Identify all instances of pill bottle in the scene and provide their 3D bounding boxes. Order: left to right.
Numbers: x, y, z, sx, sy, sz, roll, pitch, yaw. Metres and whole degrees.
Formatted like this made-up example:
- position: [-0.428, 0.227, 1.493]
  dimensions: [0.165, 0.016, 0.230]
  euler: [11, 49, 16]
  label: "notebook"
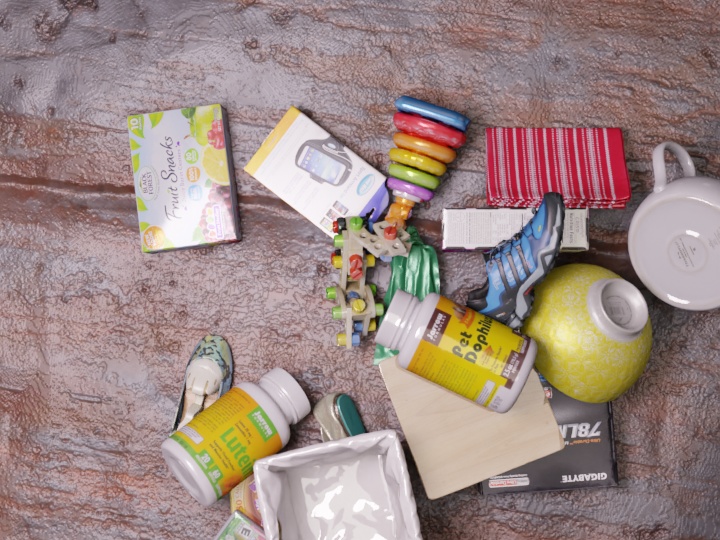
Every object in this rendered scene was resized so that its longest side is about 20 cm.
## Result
- position: [-0.170, 0.227, 1.708]
  dimensions: [0.200, 0.111, 0.111]
  euler: [-38, 86, -23]
  label: "pill bottle"
- position: [0.123, 0.100, 1.599]
  dimensions: [0.200, 0.109, 0.110]
  euler: [25, 90, 2]
  label: "pill bottle"

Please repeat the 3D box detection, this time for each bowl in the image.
- position: [0.326, 0.068, 1.653]
  dimensions: [0.200, 0.108, 0.201]
  euler: [12, 59, -21]
  label: "bowl"

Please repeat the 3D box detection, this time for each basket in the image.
- position: [-0.026, 0.327, 1.627]
  dimensions: [0.199, 0.161, 0.199]
  euler: [-12, 83, -1]
  label: "basket"

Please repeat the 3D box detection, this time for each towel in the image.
- position: [0.277, -0.149, 1.722]
  dimensions: [0.199, 0.023, 0.145]
  euler: [1, 55, 4]
  label: "towel"

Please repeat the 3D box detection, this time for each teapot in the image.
- position: [0.473, -0.052, 1.682]
  dimensions: [0.197, 0.146, 0.201]
  euler: [24, 124, 24]
  label: "teapot"

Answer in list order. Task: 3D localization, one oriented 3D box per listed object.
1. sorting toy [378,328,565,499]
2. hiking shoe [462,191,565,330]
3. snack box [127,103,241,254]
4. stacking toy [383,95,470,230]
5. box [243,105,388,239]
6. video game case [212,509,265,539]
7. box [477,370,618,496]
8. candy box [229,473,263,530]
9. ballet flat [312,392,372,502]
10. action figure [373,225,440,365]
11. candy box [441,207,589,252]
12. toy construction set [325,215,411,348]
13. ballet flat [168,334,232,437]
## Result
- position: [0.150, 0.185, 1.681]
  dimensions: [0.199, 0.070, 0.199]
  euler: [-21, 85, -3]
  label: "sorting toy"
- position: [0.205, -0.016, 1.598]
  dimensions: [0.086, 0.074, 0.200]
  euler: [20, 107, -3]
  label: "hiking shoe"
- position: [-0.257, -0.133, 1.779]
  dimensions: [0.142, 0.053, 0.201]
  euler: [-8, 88, 5]
  label: "snack box"
- position: [0.076, -0.138, 1.728]
  dimensions: [0.109, 0.116, 0.201]
  euler: [19, 92, 4]
  label: "stacking toy"
- position: [-0.056, -0.132, 1.773]
  dimensions: [0.200, 0.041, 0.119]
  euler: [38, 91, 2]
  label: "box"
- position: [-0.162, 0.471, 1.715]
  dimensions: [0.182, 0.022, 0.200]
  euler: [37, 92, 5]
  label: "video game case"
- position: [0.258, 0.213, 1.734]
  dimensions: [0.199, 0.050, 0.199]
  euler: [-4, 87, 5]
  label: "box"
- position: [-0.122, 0.378, 1.751]
  dimensions: [0.116, 0.056, 0.201]
  euler: [-6, 86, 5]
  label: "candy box"
- position: [-0.009, 0.272, 1.753]
  dimensions: [0.062, 0.067, 0.200]
  euler: [-28, 82, 31]
  label: "ballet flat"
- position: [0.076, 0.036, 1.748]
  dimensions: [0.118, 0.055, 0.201]
  euler: [0, 93, 4]
  label: "action figure"
- position: [0.213, -0.056, 1.701]
  dimensions: [0.199, 0.136, 0.061]
  euler: [1, 89, 3]
  label: "candy box"
- position: [0.000, 0.000, 1.703]
  dimensions: [0.092, 0.131, 0.200]
  euler: [8, 132, -18]
  label: "toy construction set"
- position: [-0.233, 0.192, 1.760]
  dimensions: [0.074, 0.074, 0.201]
  euler: [11, 89, 4]
  label: "ballet flat"
